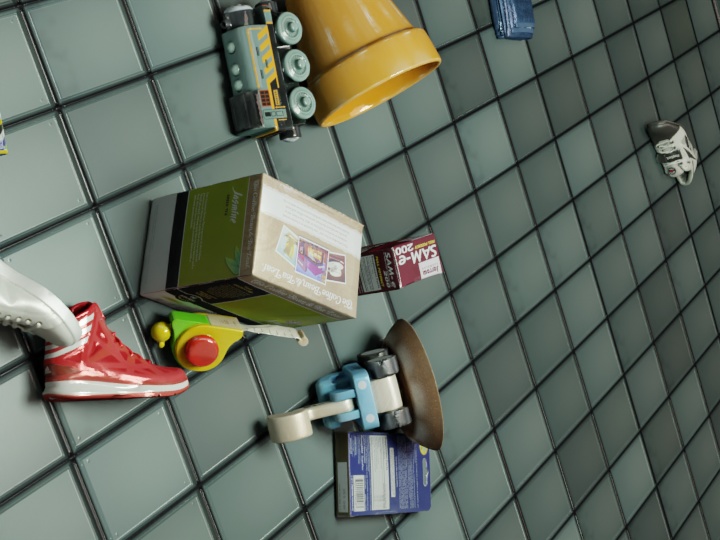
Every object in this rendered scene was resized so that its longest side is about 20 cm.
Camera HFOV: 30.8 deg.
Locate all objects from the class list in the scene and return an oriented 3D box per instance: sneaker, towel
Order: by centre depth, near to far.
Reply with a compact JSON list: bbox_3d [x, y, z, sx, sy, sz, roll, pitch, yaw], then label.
[{"bbox_3d":[-0.393,0.037,1.395,0.200,0.073,0.085,39,57,-23],"label":"sneaker"},{"bbox_3d":[-0.281,0.092,1.526,0.200,0.078,0.116,4,81,-54],"label":"sneaker"},{"bbox_3d":[0.276,-0.525,2.413,0.112,0.049,0.200,-12,92,-54],"label":"towel"},{"bbox_3d":[0.690,-0.257,2.879,0.200,0.074,0.089,36,54,-43],"label":"sneaker"}]

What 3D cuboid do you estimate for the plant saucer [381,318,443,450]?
[{"bbox_3d":[0.069,0.171,1.916,0.037,0.200,0.201,-14,95,-14],"label":"plant saucer"}]

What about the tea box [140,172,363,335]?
[{"bbox_3d":[-0.133,-0.014,1.642,0.200,0.197,0.134,26,63,-48],"label":"tea box"}]

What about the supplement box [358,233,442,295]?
[{"bbox_3d":[0.000,0.000,1.811,0.109,0.200,0.061,-19,98,-53],"label":"supplement box"}]

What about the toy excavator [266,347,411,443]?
[{"bbox_3d":[-0.035,0.189,1.819,0.194,0.200,0.100,-156,-128,-81],"label":"toy excavator"}]

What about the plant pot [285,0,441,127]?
[{"bbox_3d":[-0.013,-0.335,1.892,0.200,0.200,0.183,-27,89,-52],"label":"plant pot"}]

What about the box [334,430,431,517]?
[{"bbox_3d":[0.035,0.300,1.933,0.200,0.032,0.121,10,75,-50],"label":"box"}]

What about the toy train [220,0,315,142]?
[{"bbox_3d":[-0.132,-0.273,1.800,0.114,0.085,0.200,-11,92,-44],"label":"toy train"}]

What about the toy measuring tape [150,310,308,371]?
[{"bbox_3d":[-0.168,0.096,1.648,0.200,0.074,0.074,9,74,-23],"label":"toy measuring tape"}]

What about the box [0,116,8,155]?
[{"bbox_3d":[-0.465,-0.141,1.342,0.200,0.064,0.070,-14,94,-54],"label":"box"}]
